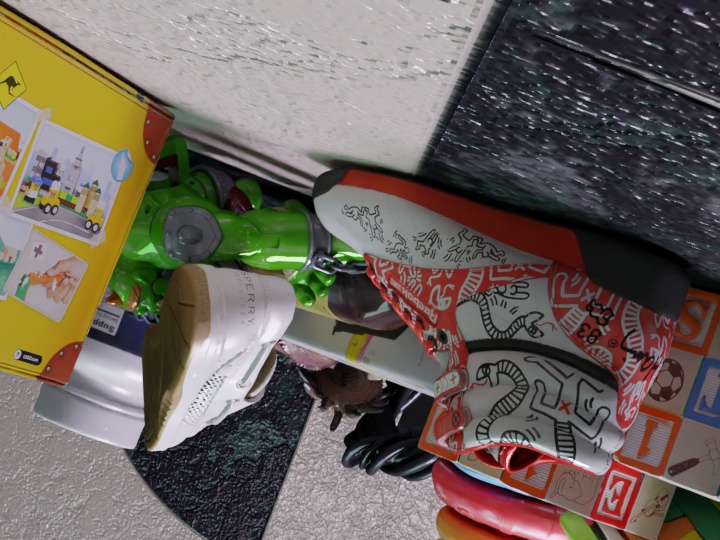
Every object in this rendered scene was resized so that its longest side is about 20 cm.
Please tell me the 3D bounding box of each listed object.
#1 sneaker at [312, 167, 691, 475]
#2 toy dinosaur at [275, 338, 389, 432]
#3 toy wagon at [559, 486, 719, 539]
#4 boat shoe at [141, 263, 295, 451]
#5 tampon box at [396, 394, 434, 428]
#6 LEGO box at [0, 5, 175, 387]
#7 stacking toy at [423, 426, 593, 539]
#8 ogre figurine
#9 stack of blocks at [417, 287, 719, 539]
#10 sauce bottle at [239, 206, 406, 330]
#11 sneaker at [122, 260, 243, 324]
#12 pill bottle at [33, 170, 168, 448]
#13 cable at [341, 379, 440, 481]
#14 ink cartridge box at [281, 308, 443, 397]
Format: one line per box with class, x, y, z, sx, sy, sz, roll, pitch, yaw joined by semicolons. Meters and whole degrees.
sneaker;0.041;0.024;0.631;0.201;0.108;0.067;18;175;36
toy dinosaur;-0.029;0.046;1.033;0.086;0.136;0.200;17;173;43
toy wagon;0.176;0.102;0.702;0.040;0.155;0.200;58;180;-37
boat shoe;-0.080;0.054;0.769;0.069;0.071;0.200;-2;161;-19
tampon box;0.165;0.139;1.305;0.200;0.126;0.150;24;174;-29
LEGO box;-0.189;-0.044;0.626;0.077;0.149;0.200;19;174;28
stacking toy;0.073;0.195;0.809;0.116;0.200;0.110;17;-177;-16
ogre figurine;-0.097;-0.027;0.803;0.120;0.098;0.200;1;-154;-43
stack of blocks;0.132;0.065;0.660;0.200;0.115;0.059;15;173;46
sauce bottle;0.000;0.000;0.838;0.066;0.066;0.200;24;172;-36
sneaker;-0.116;0.019;0.913;0.200;0.081;0.074;-120;14;-48
pill bottle;-0.173;0.027;1.057;0.111;0.200;0.111;21;176;2
cable;0.067;0.096;1.051;0.200;0.163;0.051;-4;121;55
ink cartridge box;0.067;0.045;0.920;0.147;0.086;0.200;24;173;-40
